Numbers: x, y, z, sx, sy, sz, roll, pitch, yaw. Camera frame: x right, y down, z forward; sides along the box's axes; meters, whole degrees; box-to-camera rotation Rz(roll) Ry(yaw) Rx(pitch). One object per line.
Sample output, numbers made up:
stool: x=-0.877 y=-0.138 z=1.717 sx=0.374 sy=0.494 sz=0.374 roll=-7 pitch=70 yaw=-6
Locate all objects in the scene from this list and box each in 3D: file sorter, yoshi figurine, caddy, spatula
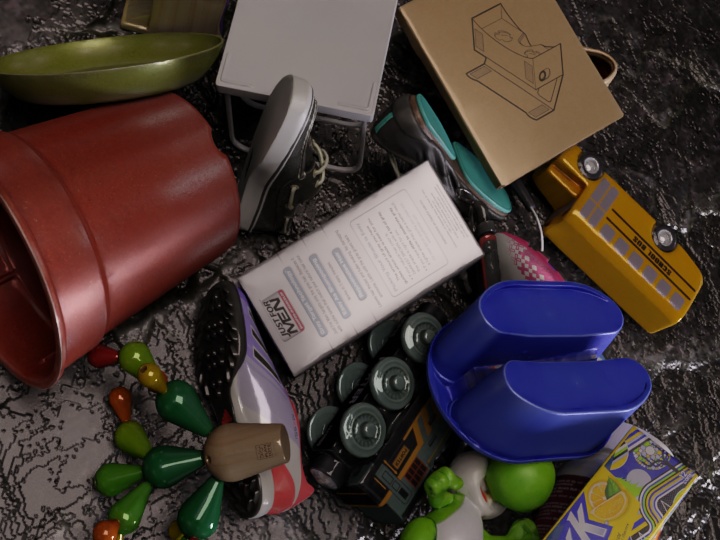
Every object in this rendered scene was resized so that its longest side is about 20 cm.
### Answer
file sorter: x=-0.041 y=-0.213 z=1.023 sx=0.136 sy=0.125 sz=0.203 roll=11 pitch=69 yaw=1
yoshi figurine: x=0.102 y=0.213 z=0.952 sx=0.111 sy=0.113 sz=0.201 roll=22 pitch=53 yaw=21
caddy: x=0.152 y=0.092 z=0.965 sx=0.197 sy=0.105 sz=0.143 roll=2 pitch=55 yaw=-29
spatula: x=0.175 y=-0.045 z=1.119 sx=0.020 sy=0.057 sz=0.202 roll=-25 pitch=75 yaw=5

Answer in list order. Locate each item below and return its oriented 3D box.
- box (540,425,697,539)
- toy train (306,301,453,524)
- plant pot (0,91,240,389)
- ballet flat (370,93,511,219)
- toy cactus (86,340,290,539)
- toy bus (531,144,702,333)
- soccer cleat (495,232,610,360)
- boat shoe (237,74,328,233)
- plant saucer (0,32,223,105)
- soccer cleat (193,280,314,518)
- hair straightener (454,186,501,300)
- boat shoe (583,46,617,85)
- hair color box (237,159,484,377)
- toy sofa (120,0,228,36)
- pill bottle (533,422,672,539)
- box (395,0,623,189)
box: x=0.189 y=0.229 z=0.914 sx=0.070 sy=0.065 sz=0.200 roll=37 pitch=68 yaw=19
toy train: x=0.035 y=0.126 z=0.991 sx=0.114 sy=0.085 sz=0.201 roll=47 pitch=59 yaw=-18
plant pot: x=-0.213 y=-0.041 z=0.884 sx=0.194 sy=0.200 sz=0.202 roll=-30 pitch=86 yaw=-35
ballet flat: x=0.074 y=-0.100 z=1.068 sx=0.200 sy=0.068 sz=0.069 roll=41 pitch=29 yaw=-45
toy cactus: x=-0.139 y=0.147 z=0.877 sx=0.162 sy=0.102 sz=0.204 roll=-12 pitch=81 yaw=9
toy bus: x=0.256 y=-0.034 z=1.137 sx=0.200 sy=0.065 sz=0.079 roll=42 pitch=65 yaw=-6
soccer cleat: x=0.173 y=0.058 z=1.071 sx=0.086 sy=0.070 sz=0.201 roll=-35 pitch=87 yaw=-21
boat shoe: x=-0.061 y=-0.094 z=0.948 sx=0.063 sy=0.200 sz=0.072 roll=13 pitch=61 yaw=-13
plant saucer: x=-0.211 y=-0.169 z=0.932 sx=0.197 sy=0.199 sz=0.032 roll=-14 pitch=111 yaw=-25
soccer cleat: x=-0.091 y=0.108 z=0.956 sx=0.072 sy=0.068 sz=0.203 roll=0 pitch=72 yaw=-43
hair straightener: x=0.111 y=0.020 z=1.055 sx=0.040 sy=0.077 sz=0.203 roll=-14 pitch=97 yaw=-13
boat shoe: x=0.178 y=-0.214 z=1.157 sx=0.197 sy=0.069 sz=0.075 roll=-2 pitch=74 yaw=-23
hair color box: x=0.000 y=0.000 z=0.985 sx=0.198 sy=0.061 sz=0.100 roll=-32 pitch=86 yaw=-6
toy sofa: x=-0.150 y=-0.282 z=0.971 sx=0.096 sy=0.200 sz=0.084 roll=12 pitch=69 yaw=-11
pill bottle: x=0.209 y=0.243 z=1.006 sx=0.109 sy=0.109 sz=0.201 roll=35 pitch=64 yaw=-8
box: x=0.149 y=-0.203 z=1.097 sx=0.162 sy=0.021 sz=0.202 roll=-29 pitch=87 yaw=-20
